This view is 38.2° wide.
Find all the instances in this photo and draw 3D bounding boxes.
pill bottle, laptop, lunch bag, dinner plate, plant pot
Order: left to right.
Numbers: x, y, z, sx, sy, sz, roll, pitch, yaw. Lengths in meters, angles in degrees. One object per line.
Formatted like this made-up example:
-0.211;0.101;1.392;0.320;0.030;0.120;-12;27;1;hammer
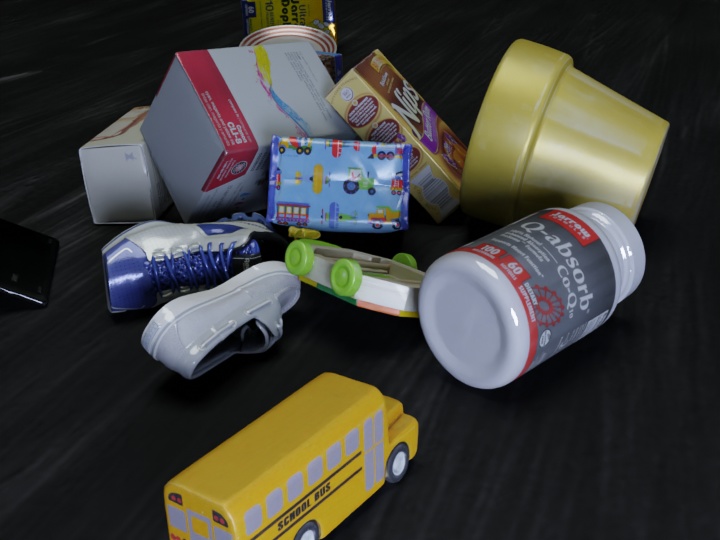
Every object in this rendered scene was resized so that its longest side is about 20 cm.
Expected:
-0.447;0.013;1.130;0.197;0.117;0.188;21;17;-19;laptop
-0.145;-0.436;2.074;0.196;0.025;0.202;1;39;-1;dinner plate
-0.021;-0.081;1.163;0.148;0.096;0.200;3;-6;0;lunch bag
0.152;0.013;0.896;0.198;0.118;0.115;-24;30;-39;pill bottle
0.230;-0.130;1.147;0.186;0.204;0.201;20;29;14;plant pot

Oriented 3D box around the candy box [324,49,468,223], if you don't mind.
0.056;-0.163;1.241;0.056;0.200;0.117;-41;6;27;candy box

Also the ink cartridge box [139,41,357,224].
-0.131;-0.167;1.239;0.198;0.146;0.146;-16;67;-38;ink cartridge box

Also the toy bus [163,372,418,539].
-0.038;0.131;0.695;0.064;0.080;0.199;13;28;34;toy bus

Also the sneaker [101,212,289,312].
-0.152;-0.011;1.031;0.197;0.082;0.115;-15;16;-27;sneaker

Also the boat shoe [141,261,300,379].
-0.106;0.046;0.931;0.068;0.073;0.199;40;25;17;boat shoe

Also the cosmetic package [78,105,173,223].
-0.281;-0.142;1.350;0.086;0.105;0.200;-2;21;9;cosmetic package

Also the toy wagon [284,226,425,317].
0.000;0.000;0.997;0.154;0.040;0.199;7;10;-43;toy wagon

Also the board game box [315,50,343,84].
-0.148;-0.291;1.686;0.158;0.099;0.199;16;30;39;board game box

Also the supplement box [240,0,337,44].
-0.148;-0.523;2.199;0.196;0.111;0.110;-4;14;0;supplement box
